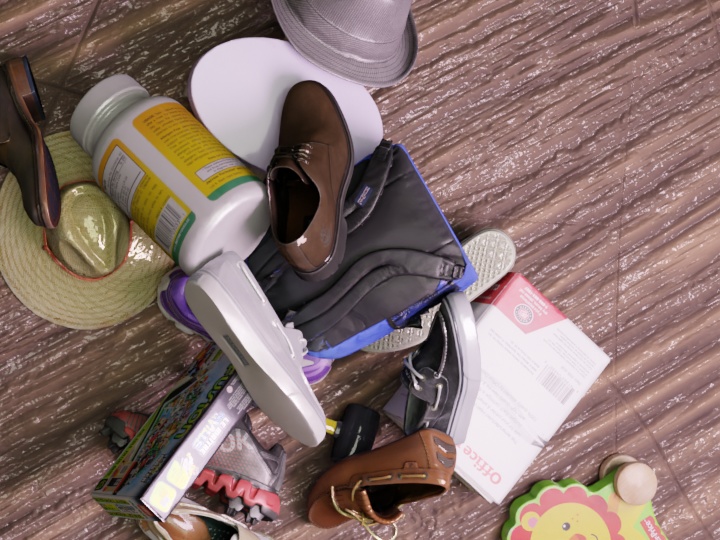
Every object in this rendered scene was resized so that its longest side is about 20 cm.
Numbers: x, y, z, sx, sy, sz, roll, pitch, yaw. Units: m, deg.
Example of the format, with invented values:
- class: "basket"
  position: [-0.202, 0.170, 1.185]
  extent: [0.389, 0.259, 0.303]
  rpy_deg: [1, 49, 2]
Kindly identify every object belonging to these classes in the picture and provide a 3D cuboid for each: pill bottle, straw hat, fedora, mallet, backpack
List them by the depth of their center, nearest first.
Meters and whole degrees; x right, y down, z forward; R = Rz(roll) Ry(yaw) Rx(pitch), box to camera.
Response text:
- class: "pill bottle"
  position: [-0.184, -0.094, 1.526]
  extent: [0.113, 0.113, 0.200]
  rpy_deg: [-43, 69, -10]
- class: "straw hat"
  position: [-0.268, -0.041, 1.581]
  extent: [0.199, 0.085, 0.203]
  rpy_deg: [0, 91, -16]
- class: "backpack"
  position: [0.000, 0.000, 1.585]
  extent: [0.199, 0.168, 0.163]
  rpy_deg: [-31, 75, 4]
- class: "fedora"
  position: [-0.001, -0.287, 1.596]
  extent: [0.176, 0.090, 0.201]
  rpy_deg: [22, 42, -19]
- class: "mallet"
  position: [-0.075, 0.155, 1.652]
  extent: [0.198, 0.041, 0.067]
  rpy_deg: [16, 77, -19]

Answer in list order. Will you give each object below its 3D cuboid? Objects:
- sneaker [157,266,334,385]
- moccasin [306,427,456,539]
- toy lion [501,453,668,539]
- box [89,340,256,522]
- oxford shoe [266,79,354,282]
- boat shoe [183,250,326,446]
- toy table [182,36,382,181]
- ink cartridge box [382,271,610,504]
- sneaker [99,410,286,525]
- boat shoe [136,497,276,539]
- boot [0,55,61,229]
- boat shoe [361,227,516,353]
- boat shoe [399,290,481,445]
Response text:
- class: "sneaker"
  position: [-0.115, 0.063, 1.626]
  extent: [0.199, 0.083, 0.081]
  rpy_deg: [26, 85, -16]
- class: "moccasin"
  position: [0.019, 0.226, 1.618]
  extent: [0.073, 0.200, 0.078]
  rpy_deg: [32, 48, -37]
- class: "toy lion"
  position: [0.258, 0.309, 1.750]
  extent: [0.191, 0.069, 0.201]
  rpy_deg: [-34, 100, -5]
- class: "box"
  position: [-0.165, 0.150, 1.535]
  extent: [0.035, 0.110, 0.201]
  rpy_deg: [48, 61, -22]
- class: "oxford shoe"
  position: [-0.051, -0.098, 1.495]
  extent: [0.072, 0.084, 0.202]
  rpy_deg: [-13, 62, 19]
- class: "boat shoe"
  position: [-0.085, 0.072, 1.496]
  extent: [0.068, 0.072, 0.201]
  rpy_deg: [-43, 100, -29]
- class: "toy table"
  position: [-0.085, -0.159, 1.614]
  extent: [0.199, 0.117, 0.185]
  rpy_deg: [31, 82, -14]
- class: "ink cartridge box"
  position: [0.142, 0.123, 1.698]
  extent: [0.144, 0.084, 0.200]
  rpy_deg: [42, 80, -13]
- class: "sneaker"
  position: [-0.162, 0.178, 1.624]
  extent: [0.199, 0.071, 0.099]
  rpy_deg: [25, 72, -7]
- class: "boat shoe"
  position: [-0.138, 0.290, 1.632]
  extent: [0.199, 0.068, 0.075]
  rpy_deg: [28, 84, -14]
- class: "boot"
  position: [-0.347, -0.112, 1.538]
  extent: [0.096, 0.075, 0.201]
  rpy_deg: [-15, 56, -5]
- class: "boat shoe"
  position: [0.076, 0.022, 1.690]
  extent: [0.199, 0.062, 0.075]
  rpy_deg: [-34, 91, 3]
- class: "boat shoe"
  position: [0.074, 0.105, 1.556]
  extent: [0.070, 0.072, 0.201]
  rpy_deg: [-7, 133, -9]
